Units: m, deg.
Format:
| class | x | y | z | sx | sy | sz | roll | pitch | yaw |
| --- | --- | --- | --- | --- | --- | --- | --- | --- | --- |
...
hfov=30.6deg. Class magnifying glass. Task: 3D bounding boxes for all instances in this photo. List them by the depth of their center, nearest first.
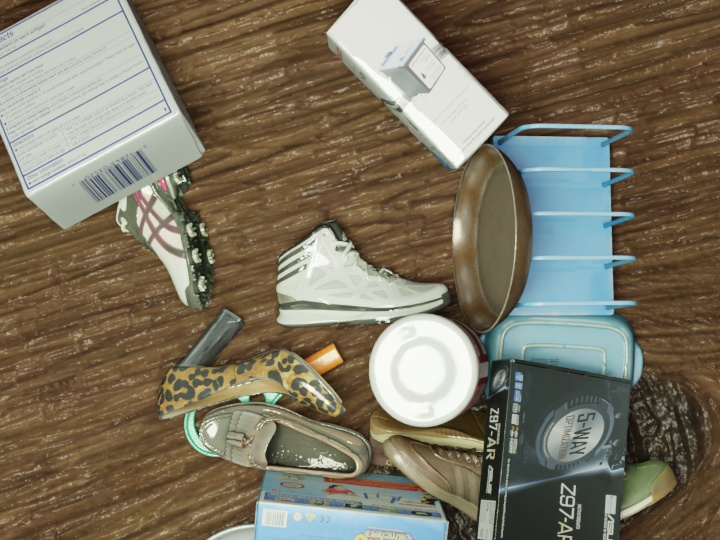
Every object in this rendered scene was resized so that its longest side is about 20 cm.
| class | x | y | z | sx | sy | sz | roll | pitch | yaw |
| --- | --- | --- | --- | --- | --- | --- | --- | --- | --- |
| magnifying glass | -0.111 | 0.143 | 1.500 | 0.198 | 0.022 | 0.080 | -30 | 93 | -1 |

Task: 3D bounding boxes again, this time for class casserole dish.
| class | x | y | z | sx | sy | sz | roll | pitch | yaw |
| --- | --- | --- | --- | --- | --- | --- | --- | --- | --- |
| casserole dish | 0.228 | 0.104 | 1.500 | 0.197 | 0.039 | 0.123 | 3 | 92 | -1 |

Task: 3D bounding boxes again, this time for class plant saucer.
| class | x | y | z | sx | sy | sz | roll | pitch | yaw |
| --- | --- | --- | --- | --- | --- | --- | --- | --- | --- |
| plant saucer | 0.143 | -0.034 | 1.415 | 0.032 | 0.200 | 0.203 | 0 | 93 | -15 |

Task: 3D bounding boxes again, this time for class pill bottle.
| class | x | y | z | sx | sy | sz | roll | pitch | yaw |
| --- | --- | --- | --- | --- | --- | --- | --- | --- | --- |
| pill bottle | 0.078 | 0.105 | 1.407 | 0.112 | 0.200 | 0.116 | -1 | 86 | 10 |

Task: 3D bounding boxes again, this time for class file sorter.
| class | x | y | z | sx | sy | sz | roll | pitch | yaw |
| --- | --- | --- | --- | --- | --- | --- | --- | --- | --- |
| file sorter | 0.225 | -0.055 | 1.433 | 0.137 | 0.123 | 0.203 | 0 | 85 | -9 |

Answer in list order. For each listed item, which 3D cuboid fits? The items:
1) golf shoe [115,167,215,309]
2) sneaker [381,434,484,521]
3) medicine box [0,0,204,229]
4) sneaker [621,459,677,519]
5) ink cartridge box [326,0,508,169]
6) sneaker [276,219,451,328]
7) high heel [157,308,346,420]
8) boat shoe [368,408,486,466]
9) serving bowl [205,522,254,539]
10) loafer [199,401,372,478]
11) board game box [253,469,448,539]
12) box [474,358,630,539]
| class | x | y | z | sx | sy | sz | roll | pitch | yaw |
| --- | --- | --- | --- | --- | --- | --- | --- | --- | --- |
| golf shoe | -0.221 | -0.048 | 1.470 | 0.087 | 0.077 | 0.203 | -18 | 85 | 10 |
| sneaker | 0.115 | 0.220 | 1.436 | 0.199 | 0.070 | 0.076 | 35 | 91 | -18 |
| medicine box | -0.293 | -0.182 | 1.408 | 0.181 | 0.103 | 0.202 | -28 | 68 | 0 |
| sneaker | 0.253 | 0.243 | 1.490 | 0.198 | 0.067 | 0.091 | -25 | 98 | 3 |
| ink cartridge box | 0.059 | -0.209 | 1.427 | 0.200 | 0.146 | 0.086 | 44 | 93 | -2 |
| sneaker | 0.000 | 0.000 | 1.465 | 0.197 | 0.076 | 0.117 | -4 | 93 | 6 |
| high heel | -0.123 | 0.146 | 1.441 | 0.199 | 0.072 | 0.143 | 31 | 73 | 26 |
| boat shoe | 0.105 | 0.206 | 1.492 | 0.197 | 0.072 | 0.073 | 6 | 113 | -6 |
| serving bowl | -0.117 | 0.380 | 1.488 | 0.197 | 0.066 | 0.203 | 0 | 92 | -2 |
| loafer | -0.086 | 0.191 | 1.456 | 0.197 | 0.063 | 0.073 | 10 | 95 | 4 |
| board game box | -0.013 | 0.264 | 1.421 | 0.197 | 0.196 | 0.057 | 6 | 93 | -1 |
| box | 0.208 | 0.207 | 1.417 | 0.158 | 0.043 | 0.203 | 12 | 79 | -24 |
